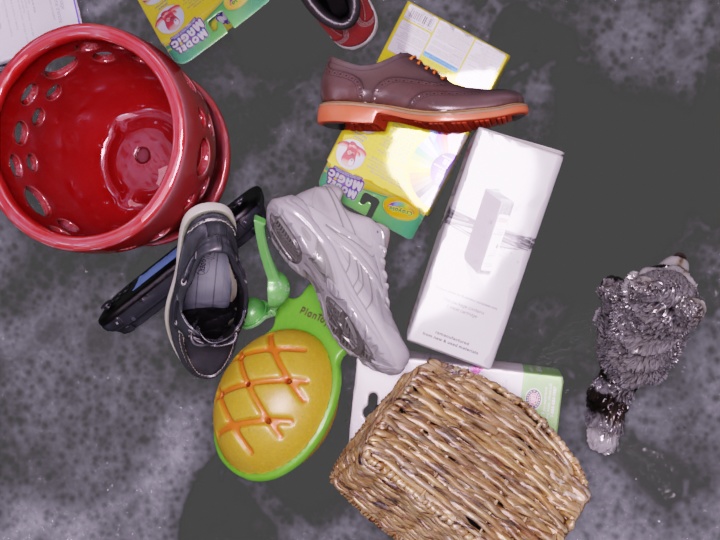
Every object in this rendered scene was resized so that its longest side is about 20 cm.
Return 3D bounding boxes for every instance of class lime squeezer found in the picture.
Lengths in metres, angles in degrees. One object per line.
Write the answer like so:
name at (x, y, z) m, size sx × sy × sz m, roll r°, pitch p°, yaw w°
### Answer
lime squeezer at (-0.112, 0.029, 1.111) m, size 0.070 × 0.038 × 0.200 m, roll 10°, pitch 138°, yaw -29°

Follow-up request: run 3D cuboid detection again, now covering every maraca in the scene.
maraca at (-0.072, 0.108, 1.106) m, size 0.136 × 0.107 × 0.202 m, roll 21°, pitch 78°, yaw 34°

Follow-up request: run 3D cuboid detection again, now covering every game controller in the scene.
game controller at (-0.174, -0.013, 1.115) m, size 0.199 × 0.105 × 0.042 m, roll -37°, pitch 112°, yaw 6°

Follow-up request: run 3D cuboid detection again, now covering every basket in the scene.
basket at (0.092, 0.187, 1.043) m, size 0.199 × 0.149 × 0.143 m, roll 38°, pitch 65°, yaw 2°

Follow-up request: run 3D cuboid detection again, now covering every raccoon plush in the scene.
raccoon plush at (0.266, 0.083, 1.048) m, size 0.095 × 0.134 × 0.203 m, roll 5°, pitch 92°, yaw 5°

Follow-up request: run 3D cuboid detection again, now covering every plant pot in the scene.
plant pot at (-0.228, -0.112, 1.072) m, size 0.197 × 0.182 × 0.204 m, roll -1°, pitch 86°, yaw 11°

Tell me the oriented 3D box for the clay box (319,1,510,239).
clay box at (0.051, -0.144, 1.111) m, size 0.114 × 0.048 × 0.202 m, roll 29°, pitch 96°, yaw 5°

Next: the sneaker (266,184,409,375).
sneaker at (0.000, 0.000, 1.061) m, size 0.099 × 0.078 × 0.201 m, roll -29°, pitch 83°, yaw -24°

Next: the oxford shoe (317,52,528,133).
oxford shoe at (0.058, -0.168, 1.051) m, size 0.197 × 0.071 × 0.074 m, roll 3°, pitch 88°, yaw 7°

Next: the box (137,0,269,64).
box at (-0.166, -0.293, 1.097) m, size 0.117 × 0.048 × 0.201 m, roll -34°, pitch 63°, yaw 7°

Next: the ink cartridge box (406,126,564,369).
ink cartridge box at (0.112, -0.024, 1.057) m, size 0.083 × 0.144 × 0.203 m, roll 20°, pitch 93°, yaw 2°

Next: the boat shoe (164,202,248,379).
boat shoe at (-0.139, 0.037, 1.057) m, size 0.073 × 0.066 × 0.201 m, roll -1°, pitch 128°, yaw -20°

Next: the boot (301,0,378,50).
boot at (-0.056, -0.308, 1.071) m, size 0.072 × 0.144 × 0.201 m, roll -35°, pitch 86°, yaw 8°

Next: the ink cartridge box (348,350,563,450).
ink cartridge box at (0.091, 0.144, 1.105) m, size 0.197 × 0.067 × 0.119 m, roll 7°, pitch 94°, yaw 6°

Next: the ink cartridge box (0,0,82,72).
ink cartridge box at (-0.387, -0.303, 1.160) m, size 0.197 × 0.043 × 0.201 m, roll -13°, pitch 90°, yaw 9°
